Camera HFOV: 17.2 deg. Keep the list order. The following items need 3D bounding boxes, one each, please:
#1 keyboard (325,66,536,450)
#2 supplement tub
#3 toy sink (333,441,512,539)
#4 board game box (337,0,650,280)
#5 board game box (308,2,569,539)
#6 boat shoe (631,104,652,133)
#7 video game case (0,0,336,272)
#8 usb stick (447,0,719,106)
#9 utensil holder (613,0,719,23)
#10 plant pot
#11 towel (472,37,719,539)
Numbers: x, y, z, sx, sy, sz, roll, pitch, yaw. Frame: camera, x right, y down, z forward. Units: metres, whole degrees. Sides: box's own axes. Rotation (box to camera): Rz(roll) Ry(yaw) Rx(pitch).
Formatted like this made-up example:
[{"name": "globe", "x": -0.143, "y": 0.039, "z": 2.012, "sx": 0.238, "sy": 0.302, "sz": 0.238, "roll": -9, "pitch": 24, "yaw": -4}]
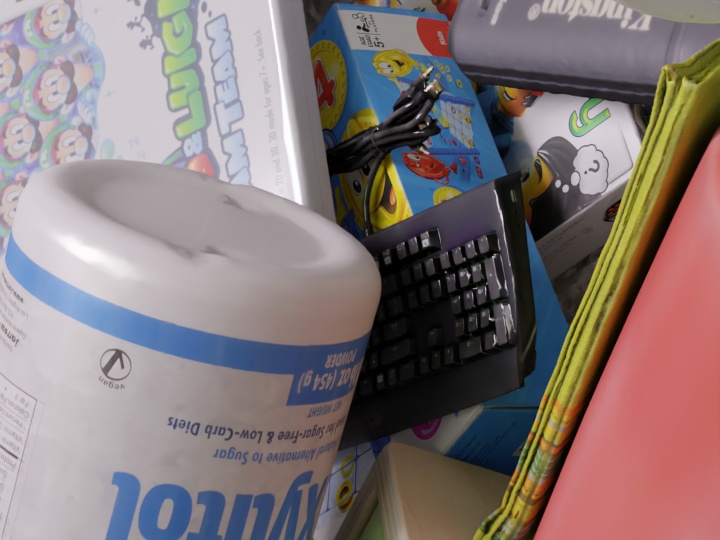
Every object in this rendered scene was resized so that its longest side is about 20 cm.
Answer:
[{"name": "keyboard", "x": 0.000, "y": 0.000, "z": 0.904, "sx": 0.200, "sy": 0.021, "sz": 0.128, "roll": -24, "pitch": 67, "yaw": 55}, {"name": "supplement tub", "x": -0.078, "y": 0.073, "z": 0.842, "sx": 0.132, "sy": 0.131, "sz": 0.201, "roll": 30, "pitch": 112, "yaw": 44}, {"name": "toy sink", "x": 0.019, "y": 0.187, "z": 0.864, "sx": 0.131, "sy": 0.112, "sz": 0.201, "roll": -100, "pitch": 32, "yaw": -58}, {"name": "board game box", "x": 0.057, "y": -0.092, "z": 1.005, "sx": 0.126, "sy": 0.035, "sz": 0.201, "roll": -36, "pitch": 57, "yaw": 34}, {"name": "board game box", "x": -0.004, "y": 0.030, "z": 0.979, "sx": 0.200, "sy": 0.056, "sz": 0.197, "roll": -54, "pitch": 45, "yaw": 42}, {"name": "boat shoe", "x": 0.128, "y": -0.084, "z": 0.913, "sx": 0.066, "sy": 0.070, "sz": 0.201, "roll": -46, "pitch": 51, "yaw": 36}, {"name": "video game case", "x": -0.094, "y": -0.044, "z": 0.952, "sx": 0.181, "sy": 0.024, "sz": 0.201, "roll": -18, "pitch": 74, "yaw": 32}, {"name": "usb stick", "x": 0.100, "y": -0.088, "z": 0.872, "sx": 0.200, "sy": 0.032, "sz": 0.056, "roll": 14, "pitch": 89, "yaw": 56}, {"name": "utensil holder", "x": 0.098, "y": -0.199, "z": 0.773, "sx": 0.170, "sy": 0.169, "sz": 0.200, "roll": -51, "pitch": 32, "yaw": 22}, {"name": "plant pot", "x": 0.154, "y": 0.069, "z": 0.769, "sx": 0.178, "sy": 0.200, "sz": 0.201, "roll": -58, "pitch": 46, "yaw": 32}, {"name": "towel", "x": 0.090, "y": 0.005, "z": 0.797, "sx": 0.018, "sy": 0.086, "sz": 0.201, "roll": 29, "pitch": 125, "yaw": 16}]
